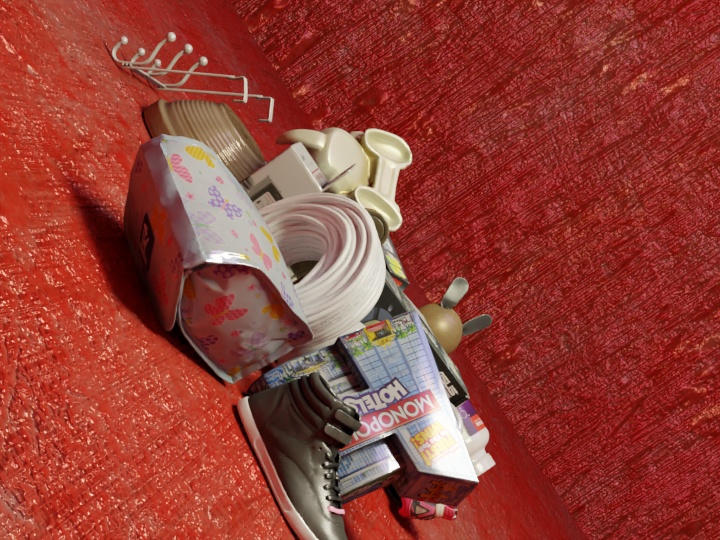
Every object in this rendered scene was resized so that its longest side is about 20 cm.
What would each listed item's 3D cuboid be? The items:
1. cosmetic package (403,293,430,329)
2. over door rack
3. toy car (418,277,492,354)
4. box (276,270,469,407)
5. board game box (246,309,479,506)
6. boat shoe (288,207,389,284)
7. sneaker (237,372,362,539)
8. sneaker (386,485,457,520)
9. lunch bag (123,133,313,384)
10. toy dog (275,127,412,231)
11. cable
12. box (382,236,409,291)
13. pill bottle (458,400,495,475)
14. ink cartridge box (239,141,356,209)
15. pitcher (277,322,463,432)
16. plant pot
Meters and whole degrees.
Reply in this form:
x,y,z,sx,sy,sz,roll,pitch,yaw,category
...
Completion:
x,y,z,sx,sy,sz,roll,pitch,yaw,category
0.064,0.109,1.804,0.102,0.074,0.200,47,12,-38,cosmetic package
-0.220,-0.269,1.805,0.199,0.067,0.148,18,0,13,over door rack
0.114,0.098,2.237,0.164,0.200,0.158,53,8,-26,toy car
0.008,0.109,1.605,0.200,0.164,0.086,55,7,-18,box
0.020,0.162,1.349,0.200,0.200,0.062,57,-35,20,board game box
-0.059,-0.028,1.616,0.068,0.199,0.072,-62,131,-79,boat shoe
-0.033,0.183,1.247,0.200,0.099,0.071,60,6,23,sneaker
0.060,0.252,1.706,0.200,0.074,0.081,-134,-133,-64,sneaker
-0.149,-0.015,1.264,0.170,0.127,0.200,63,1,34,lunch bag
-0.058,-0.097,1.739,0.193,0.200,0.140,19,60,-33,toy dog
-0.071,0.003,1.408,0.200,0.200,0.069,55,-9,48,cable
0.000,0.000,1.781,0.035,0.110,0.200,32,18,-25,box
0.121,0.232,2.031,0.200,0.112,0.112,57,7,8,pill bottle
-0.106,-0.093,1.590,0.067,0.200,0.116,54,7,-5,ink cartridge box
0.006,0.136,1.466,0.121,0.171,0.200,98,-28,-48,pitcher
-0.191,-0.156,1.755,0.201,0.093,0.201,56,6,-9,plant pot
